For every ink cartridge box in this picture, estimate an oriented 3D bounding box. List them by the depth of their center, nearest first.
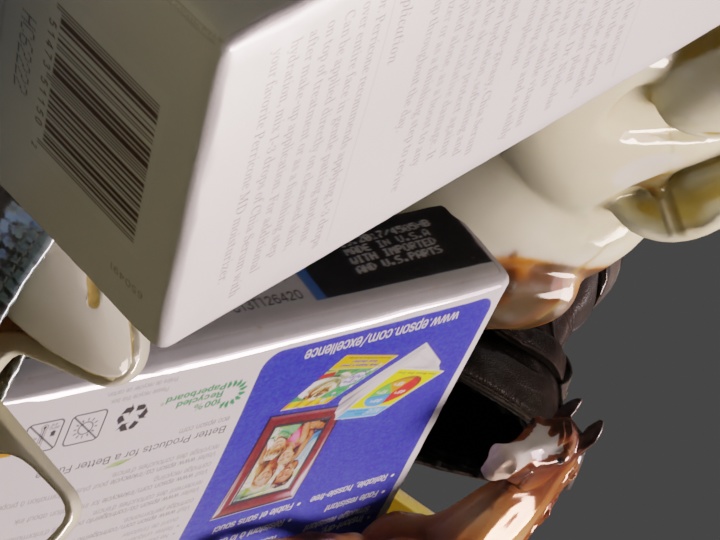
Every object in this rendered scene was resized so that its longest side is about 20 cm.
[{"bbox_3d":[-0.070,0.079,0.846,0.197,0.047,0.200,-14,143,-42],"label":"ink cartridge box"}]

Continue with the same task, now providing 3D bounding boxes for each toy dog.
[{"bbox_3d":[0.071,-0.059,0.880,0.193,0.140,0.200,-21,162,-25],"label":"toy dog"}]

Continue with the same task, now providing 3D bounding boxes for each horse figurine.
[{"bbox_3d":[0.006,0.140,0.906,0.132,0.050,0.201,-19,127,-41],"label":"horse figurine"}]

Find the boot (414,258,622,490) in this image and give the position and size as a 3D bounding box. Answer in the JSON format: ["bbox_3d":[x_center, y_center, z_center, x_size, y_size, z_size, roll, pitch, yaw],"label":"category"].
[{"bbox_3d":[0.000,0.000,0.989,0.174,0.199,0.070,-54,160,-61],"label":"boot"}]

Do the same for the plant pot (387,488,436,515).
[{"bbox_3d":[-0.091,0.161,1.022,0.176,0.200,0.200,-33,-156,58],"label":"plant pot"}]

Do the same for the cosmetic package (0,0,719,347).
[{"bbox_3d":[0.014,-0.077,0.643,0.200,0.071,0.102,-30,153,-33],"label":"cosmetic package"}]

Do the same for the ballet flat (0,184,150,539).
[{"bbox_3d":[-0.090,0.029,0.686,0.201,0.074,0.074,-63,179,6],"label":"ballet flat"}]
